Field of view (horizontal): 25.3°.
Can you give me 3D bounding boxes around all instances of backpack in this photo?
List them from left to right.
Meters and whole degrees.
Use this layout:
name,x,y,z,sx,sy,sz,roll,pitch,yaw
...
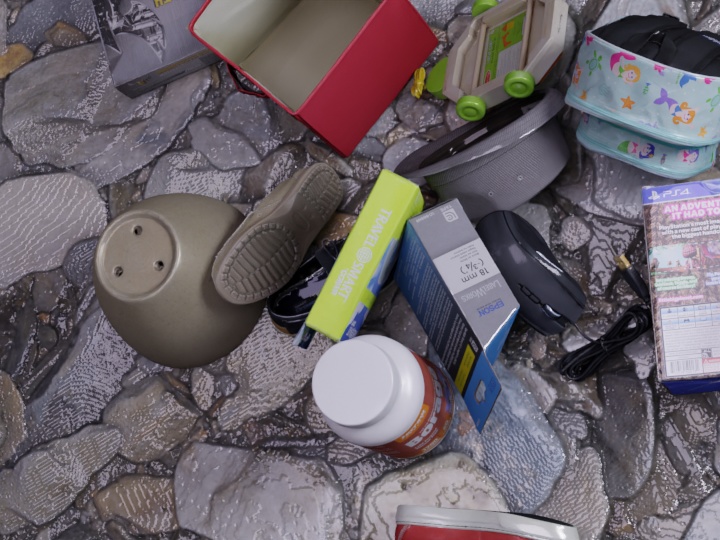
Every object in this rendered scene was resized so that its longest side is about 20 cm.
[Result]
name,x,y,z,sx,sy,sz,roll,pitch,yaw
backpack,0.300,-0.180,1.622,0.177,0.200,0.152,24,106,20

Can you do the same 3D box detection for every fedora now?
name,x,y,z,sx,sy,sz,roll,pitch,yaw
fedora,0.142,-0.111,1.698,0.199,0.177,0.091,-27,101,11

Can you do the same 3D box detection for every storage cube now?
name,x,y,z,sx,sy,sz,roll,pitch,yaw
storage cube,-0.049,-0.257,1.760,0.171,0.180,0.200,39,93,21

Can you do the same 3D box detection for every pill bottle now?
name,x,y,z,sx,sy,sz,roll,pitch,yaw
pill bottle,0.021,0.128,1.643,0.111,0.200,0.113,-4,78,17

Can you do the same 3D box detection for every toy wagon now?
name,x,y,z,sx,sy,sz,roll,pitch,yaw
toy wagon,0.138,-0.232,1.740,0.199,0.039,0.156,-24,43,41

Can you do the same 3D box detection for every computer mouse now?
name,x,y,z,sx,sy,sz,roll,pitch,yaw
computer mouse,0.206,0.013,1.636,0.140,0.046,0.201,-35,92,31

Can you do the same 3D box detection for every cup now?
name,x,y,z,sx,sy,sz,roll,pitch,yaw
cup,-0.218,-0.001,1.779,0.199,0.143,0.202,-4,78,17

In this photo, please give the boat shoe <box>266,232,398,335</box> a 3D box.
name,x,y,z,sx,sy,sz,roll,pitch,yaw
boat shoe,-0.019,0.002,1.758,0.199,0.062,0.075,-33,69,7

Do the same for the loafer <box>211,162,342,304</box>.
name,x,y,z,sx,sy,sz,roll,pitch,yaw
loafer,-0.096,-0.037,1.763,0.200,0.068,0.076,-48,110,-28

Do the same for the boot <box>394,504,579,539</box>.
name,x,y,z,sx,sy,sz,roll,pitch,yaw
boot,0.126,0.317,1.641,0.199,0.072,0.145,-2,78,26

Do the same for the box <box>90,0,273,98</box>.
name,x,y,z,sx,sy,sz,roll,pitch,yaw
box,-0.214,-0.315,1.895,0.199,0.048,0.159,-20,72,13

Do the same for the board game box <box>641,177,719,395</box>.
name,x,y,z,sx,sy,sz,roll,pitch,yaw
board game box,0.373,0.013,1.609,0.158,0.097,0.202,-6,76,16

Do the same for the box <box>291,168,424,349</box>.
name,x,y,z,sx,sy,sz,roll,pitch,yaw
box,0.000,0.000,1.664,0.047,0.122,0.201,27,88,7

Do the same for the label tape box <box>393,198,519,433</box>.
name,x,y,z,sx,sy,sz,roll,pitch,yaw
label tape box,0.112,0.048,1.657,0.063,0.144,0.201,-24,70,-15
